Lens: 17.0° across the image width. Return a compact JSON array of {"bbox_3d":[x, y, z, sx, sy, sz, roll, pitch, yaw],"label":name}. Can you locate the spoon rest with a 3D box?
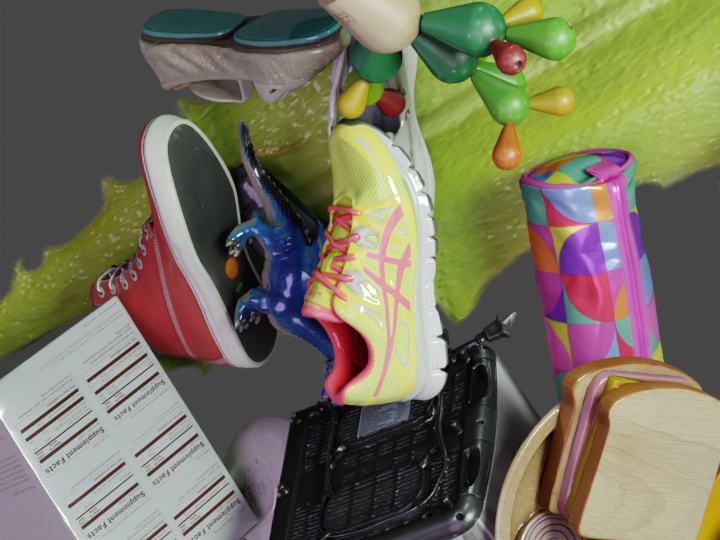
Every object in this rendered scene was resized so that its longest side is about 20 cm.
[{"bbox_3d":[-0.053,0.207,1.790,0.099,0.060,0.202,-20,76,38],"label":"spoon rest"}]

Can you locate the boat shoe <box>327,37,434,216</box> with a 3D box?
[{"bbox_3d":[0.006,-0.090,1.668,0.070,0.069,0.202,1,109,20],"label":"boat shoe"}]

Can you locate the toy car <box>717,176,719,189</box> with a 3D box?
[{"bbox_3d":[0.309,-0.047,1.499,0.164,0.200,0.159,31,116,7],"label":"toy car"}]

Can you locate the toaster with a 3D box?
[{"bbox_3d":[0.044,0.158,1.673,0.199,0.182,0.119,-23,126,25],"label":"toaster"}]

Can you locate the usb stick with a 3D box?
[{"bbox_3d":[-0.021,0.003,1.733,0.200,0.033,0.056,42,122,2],"label":"usb stick"}]

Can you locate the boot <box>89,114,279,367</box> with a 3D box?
[{"bbox_3d":[-0.153,-0.019,1.734,0.143,0.072,0.201,3,124,33],"label":"boot"}]

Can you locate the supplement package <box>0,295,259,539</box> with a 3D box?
[{"bbox_3d":[-0.219,0.159,1.770,0.191,0.147,0.201,-24,100,48],"label":"supplement package"}]

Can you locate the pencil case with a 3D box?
[{"bbox_3d":[0.165,0.019,1.643,0.088,0.088,0.202,-8,107,22],"label":"pencil case"}]

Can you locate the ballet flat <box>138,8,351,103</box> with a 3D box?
[{"bbox_3d":[-0.073,-0.146,1.663,0.199,0.067,0.063,9,126,45],"label":"ballet flat"}]

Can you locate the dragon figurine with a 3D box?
[{"bbox_3d":[-0.037,-0.008,1.682,0.099,0.059,0.202,-1,97,18],"label":"dragon figurine"}]

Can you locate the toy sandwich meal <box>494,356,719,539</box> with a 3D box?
[{"bbox_3d":[0.178,0.159,1.582,0.070,0.204,0.207,17,122,59],"label":"toy sandwich meal"}]

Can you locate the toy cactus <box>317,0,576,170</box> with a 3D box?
[{"bbox_3d":[0.037,-0.135,1.517,0.199,0.164,0.103,6,72,52],"label":"toy cactus"}]

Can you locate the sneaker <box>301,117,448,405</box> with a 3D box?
[{"bbox_3d":[0.000,0.000,1.603,0.078,0.090,0.202,11,114,62],"label":"sneaker"}]
